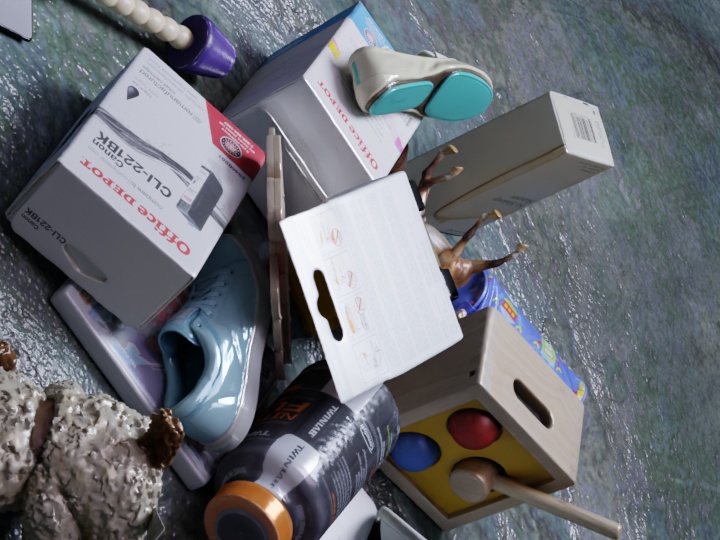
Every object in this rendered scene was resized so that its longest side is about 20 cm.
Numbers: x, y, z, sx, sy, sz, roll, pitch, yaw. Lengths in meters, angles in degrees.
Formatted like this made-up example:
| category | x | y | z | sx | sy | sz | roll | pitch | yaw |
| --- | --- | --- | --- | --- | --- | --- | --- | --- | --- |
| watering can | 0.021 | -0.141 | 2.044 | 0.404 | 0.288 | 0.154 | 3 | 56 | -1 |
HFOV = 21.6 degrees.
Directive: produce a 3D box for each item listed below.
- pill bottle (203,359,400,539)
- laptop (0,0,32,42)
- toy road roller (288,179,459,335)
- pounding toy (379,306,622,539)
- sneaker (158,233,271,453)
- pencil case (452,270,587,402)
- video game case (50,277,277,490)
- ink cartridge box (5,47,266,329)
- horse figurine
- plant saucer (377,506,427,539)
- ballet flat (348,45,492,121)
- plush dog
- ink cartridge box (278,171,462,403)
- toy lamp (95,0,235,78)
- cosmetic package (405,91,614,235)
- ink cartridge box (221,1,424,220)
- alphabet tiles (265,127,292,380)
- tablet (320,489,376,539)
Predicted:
| category | x | y | z | sx | sy | sz | roll | pitch | yaw |
| --- | --- | --- | --- | --- | --- | --- | --- | --- | --- |
| pill bottle | -0.053 | 0.165 | 1.572 | 0.107 | 0.106 | 0.200 | 58 | 36 | -11 |
| laptop | -0.308 | -0.323 | 1.532 | 0.200 | 0.116 | 0.188 | 26 | 49 | -45 |
| toy road roller | 0.000 | 0.000 | 1.790 | 0.200 | 0.145 | 0.123 | 110 | -41 | -83 |
| pounding toy | 0.121 | 0.164 | 1.766 | 0.200 | 0.184 | 0.143 | 46 | 37 | -28 |
| sneaker | -0.125 | 0.045 | 1.551 | 0.082 | 0.074 | 0.201 | 34 | 41 | -41 |
| pencil case | 0.153 | 0.084 | 1.966 | 0.200 | 0.078 | 0.087 | 47 | 19 | -26 |
| video game case | -0.156 | 0.055 | 1.587 | 0.200 | 0.023 | 0.182 | 56 | 33 | -15 |
| ink cartridge box | -0.180 | -0.069 | 1.548 | 0.144 | 0.084 | 0.200 | 41 | 36 | -12 |
| horse figurine | 0.074 | -0.041 | 1.911 | 0.200 | 0.132 | 0.050 | 54 | 18 | 17 |
| plant saucer | 0.083 | 0.291 | 1.686 | 0.200 | 0.050 | 0.200 | 38 | -5 | 4 |
| ballet flat | 0.055 | -0.183 | 1.787 | 0.200 | 0.069 | 0.070 | -2 | 70 | -56 |
| plush dog | -0.229 | 0.133 | 1.339 | 0.171 | 0.161 | 0.201 | 17 | 49 | -17 |
| ink cartridge box | -0.001 | 0.015 | 1.605 | 0.200 | 0.047 | 0.161 | -24 | 97 | -53 |
| toy lamp | -0.191 | -0.228 | 1.695 | 0.200 | 0.058 | 0.058 | 29 | 46 | -44 |
| cosmetic package | 0.152 | -0.110 | 1.981 | 0.103 | 0.199 | 0.073 | 9 | 61 | -52 |
| ink cartridge box | -0.042 | -0.138 | 1.786 | 0.129 | 0.125 | 0.200 | 55 | 33 | -15 |
| alphabet tiles | -0.069 | -0.016 | 1.621 | 0.201 | 0.015 | 0.196 | 89 | -2 | -49 |
| tablet | -0.047 | 0.232 | 1.636 | 0.130 | 0.014 | 0.200 | 51 | 34 | -21 |
